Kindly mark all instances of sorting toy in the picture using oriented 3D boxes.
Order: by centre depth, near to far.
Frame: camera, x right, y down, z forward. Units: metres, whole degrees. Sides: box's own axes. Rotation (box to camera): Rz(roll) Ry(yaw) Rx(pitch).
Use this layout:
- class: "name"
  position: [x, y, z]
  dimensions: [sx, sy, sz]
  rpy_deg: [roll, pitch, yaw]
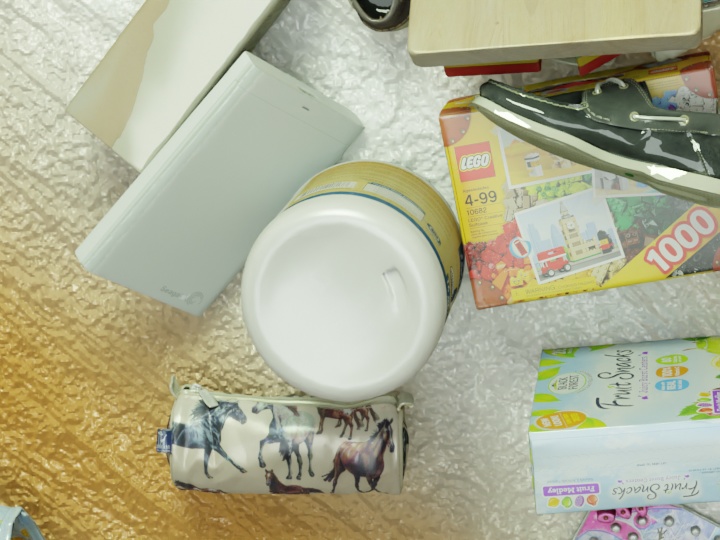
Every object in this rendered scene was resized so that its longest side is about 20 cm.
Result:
- class: "sorting toy"
  position: [0.142, -0.224, 1.417]
  dimensions: [0.197, 0.070, 0.201]
  rpy_deg: [-2, 63, 15]

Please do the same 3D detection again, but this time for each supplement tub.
- class: "supplement tub"
  position: [0.000, 0.000, 1.465]
  dimensions: [0.143, 0.200, 0.146]
  rpy_deg: [2, 104, 8]

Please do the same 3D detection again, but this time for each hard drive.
- class: "hard drive"
  position: [-0.104, -0.061, 1.514]
  dimensions: [0.200, 0.132, 0.026]
  rpy_deg: [-48, 50, 15]

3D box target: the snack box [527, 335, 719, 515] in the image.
- class: "snack box"
  position: [0.209, 0.107, 1.460]
  dimensions: [0.167, 0.200, 0.068]
  rpy_deg: [-5, 102, 10]

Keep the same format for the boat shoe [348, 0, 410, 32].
- class: "boat shoe"
  position: [0.005, -0.270, 1.465]
  dimensions: [0.074, 0.073, 0.201]
  rpy_deg: [-15, 101, 11]

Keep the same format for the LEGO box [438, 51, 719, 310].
- class: "LEGO box"
  position: [0.171, -0.066, 1.488]
  dimensions: [0.198, 0.077, 0.150]
  rpy_deg: [-10, 102, 11]

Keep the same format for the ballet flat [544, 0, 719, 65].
- class: "ballet flat"
  position: [0.196, -0.181, 1.471]
  dimensions: [0.198, 0.069, 0.070]
  rpy_deg: [-3, 103, 11]

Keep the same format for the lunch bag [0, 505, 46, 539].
- class: "lunch bag"
  position: [-0.332, 0.270, 1.621]
  dimensions: [0.168, 0.127, 0.201]
  rpy_deg: [-2, 113, 11]

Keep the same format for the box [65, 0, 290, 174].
- class: "box"
  position: [-0.121, -0.176, 1.498]
  dimensions: [0.078, 0.095, 0.200]
  rpy_deg: [39, 104, -1]

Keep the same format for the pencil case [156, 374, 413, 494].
- class: "pencil case"
  position: [-0.054, 0.129, 1.567]
  dimensions: [0.198, 0.078, 0.090]
  rpy_deg: [0, 123, 9]

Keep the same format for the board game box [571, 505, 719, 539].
- class: "board game box"
  position: [0.238, 0.288, 1.590]
  dimensions: [0.199, 0.026, 0.201]
  rpy_deg: [27, 106, 2]

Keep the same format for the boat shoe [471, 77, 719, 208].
- class: "boat shoe"
  position: [0.176, -0.101, 1.409]
  dimensions: [0.199, 0.072, 0.068]
  rpy_deg: [17, 87, 5]
